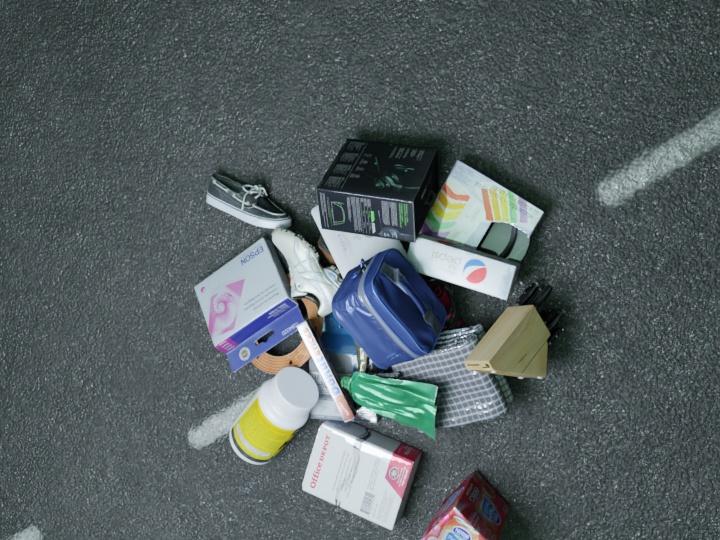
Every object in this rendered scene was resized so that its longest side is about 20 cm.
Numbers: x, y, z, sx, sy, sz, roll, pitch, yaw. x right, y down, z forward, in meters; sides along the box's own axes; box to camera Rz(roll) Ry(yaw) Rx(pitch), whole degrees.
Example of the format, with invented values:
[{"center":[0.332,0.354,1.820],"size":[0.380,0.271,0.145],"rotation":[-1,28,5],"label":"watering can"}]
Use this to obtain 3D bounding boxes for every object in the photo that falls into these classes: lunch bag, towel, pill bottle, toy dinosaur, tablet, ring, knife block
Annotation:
[{"center":[0.054,0.059,1.429],"size":[0.131,0.137,0.200],"rotation":[-25,115,38],"label":"lunch bag"},{"center":[0.161,0.202,1.484],"size":[0.198,0.086,0.167],"rotation":[-20,106,32],"label":"towel"},{"center":[-0.169,0.285,1.594],"size":[0.114,0.114,0.201],"rotation":[47,127,10],"label":"pill bottle"},{"center":[0.017,0.130,1.536],"size":[0.087,0.047,0.204],"rotation":[-3,83,26],"label":"toy dinosaur"},{"center":[0.000,-0.064,1.551],"size":[0.129,0.014,0.202],"rotation":[-26,69,-3],"label":"tablet"},{"center":[-0.156,0.108,1.628],"size":[0.197,0.019,0.204],"rotation":[-8,73,26],"label":"ring"},{"center":[0.276,0.097,1.423],"size":[0.064,0.198,0.179],"rotation":[-11,72,53],"label":"knife block"}]

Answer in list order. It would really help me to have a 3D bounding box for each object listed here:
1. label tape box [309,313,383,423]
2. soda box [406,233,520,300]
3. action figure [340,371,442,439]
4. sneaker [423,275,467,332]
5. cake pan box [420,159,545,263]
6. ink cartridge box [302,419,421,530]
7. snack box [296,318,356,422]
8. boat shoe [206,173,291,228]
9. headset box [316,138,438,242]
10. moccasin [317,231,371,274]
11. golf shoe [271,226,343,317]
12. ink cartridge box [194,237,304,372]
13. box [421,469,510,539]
[{"center":[-0.028,0.191,1.599],"size":[0.142,0.063,0.204],"rotation":[1,94,17],"label":"label tape box"},{"center":[0.184,-0.009,1.464],"size":[0.197,0.068,0.065],"rotation":[18,101,16],"label":"soda box"},{"center":[0.051,0.226,1.477],"size":[0.197,0.055,0.120],"rotation":[14,119,22],"label":"action figure"},{"center":[0.159,0.097,1.521],"size":[0.076,0.084,0.203],"rotation":[-24,87,18],"label":"sneaker"},{"center":[0.221,-0.077,1.509],"size":[0.199,0.052,0.186],"rotation":[34,105,13],"label":"cake pan box"},{"center":[0.002,0.393,1.592],"size":[0.197,0.084,0.147],"rotation":[20,99,15],"label":"ink cartridge box"},{"center":[-0.064,0.187,1.532],"size":[0.024,0.072,0.202],"rotation":[-27,90,1],"label":"snack box"},{"center":[-0.223,-0.143,1.636],"size":[0.197,0.073,0.069],"rotation":[25,115,24],"label":"boat shoe"},{"center":[0.042,-0.151,1.490],"size":[0.196,0.175,0.094],"rotation":[8,133,17],"label":"headset box"},{"center":[-0.001,0.001,1.576],"size":[0.200,0.078,0.074],"rotation":[33,77,17],"label":"moccasin"},{"center":[-0.113,0.003,1.569],"size":[0.200,0.078,0.097],"rotation":[42,76,9],"label":"golf shoe"},{"center":[-0.228,0.069,1.639],"size":[0.195,0.043,0.202],"rotation":[-34,64,17],"label":"ink cartridge box"},{"center":[0.196,0.459,1.473],"size":[0.100,0.200,0.096],"rotation":[45,107,10],"label":"box"}]
